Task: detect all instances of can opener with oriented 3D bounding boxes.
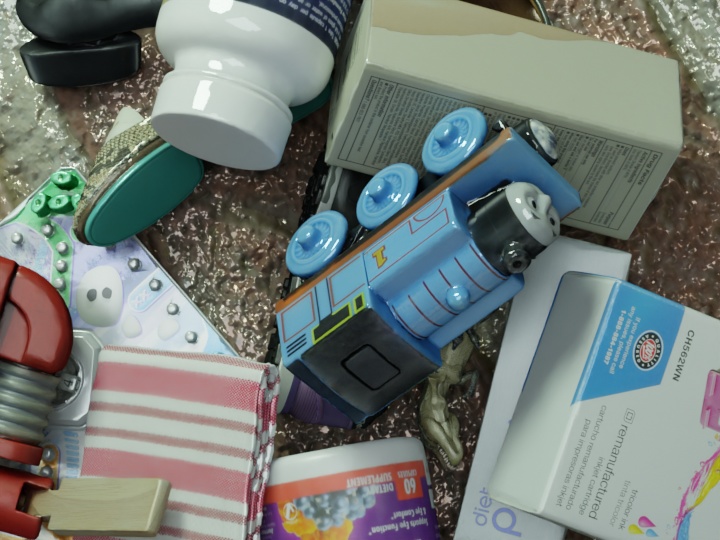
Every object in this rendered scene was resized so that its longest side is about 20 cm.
[{"bbox_3d":[-0.126,-0.175,1.403,0.199,0.079,0.064,-12,45,1],"label":"can opener"}]

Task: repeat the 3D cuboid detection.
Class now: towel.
[{"bbox_3d":[-0.115,0.148,1.320,0.146,0.030,0.201,5,87,38],"label":"towel"}]

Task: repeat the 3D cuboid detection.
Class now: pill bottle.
[{"bbox_3d":[-0.060,-0.168,1.312,0.110,0.111,0.201,14,73,7],"label":"pill bottle"},{"bbox_3d":[0.001,0.208,1.316,0.111,0.111,0.201,-11,83,4],"label":"pill bottle"}]

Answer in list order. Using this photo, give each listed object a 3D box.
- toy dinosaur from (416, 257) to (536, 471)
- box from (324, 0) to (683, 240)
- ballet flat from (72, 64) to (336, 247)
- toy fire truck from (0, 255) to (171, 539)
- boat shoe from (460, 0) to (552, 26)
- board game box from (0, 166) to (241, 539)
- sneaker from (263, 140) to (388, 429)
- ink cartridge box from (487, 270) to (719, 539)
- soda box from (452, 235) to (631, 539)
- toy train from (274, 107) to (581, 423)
[{"bbox_3d":[0.067,0.019,1.327,0.047,0.088,0.201,17,78,-9],"label":"toy dinosaur"},{"bbox_3d":[0.087,-0.096,1.314,0.199,0.095,0.078,15,48,-11],"label":"box"},{"bbox_3d":[-0.109,-0.092,1.387,0.200,0.068,0.075,-35,57,-7],"label":"ballet flat"},{"bbox_3d":[-0.207,0.088,1.327,0.199,0.129,0.177,17,85,-5],"label":"toy fire truck"},{"bbox_3d":[0.053,-0.200,1.378,0.072,0.068,0.200,-41,80,0],"label":"boat shoe"},{"bbox_3d":[-0.199,0.068,1.393,0.200,0.026,0.200,-42,82,0],"label":"board game box"},{"bbox_3d":[0.000,0.000,1.369,0.087,0.076,0.201,14,89,-8],"label":"sneaker"},{"bbox_3d":[0.197,0.103,1.284,0.199,0.085,0.145,21,85,-19],"label":"ink cartridge box"},{"bbox_3d":[0.113,0.080,1.343,0.068,0.063,0.201,14,86,6],"label":"soda box"},{"bbox_3d":[0.037,-0.006,1.255,0.200,0.087,0.115,-36,37,20],"label":"toy train"}]
